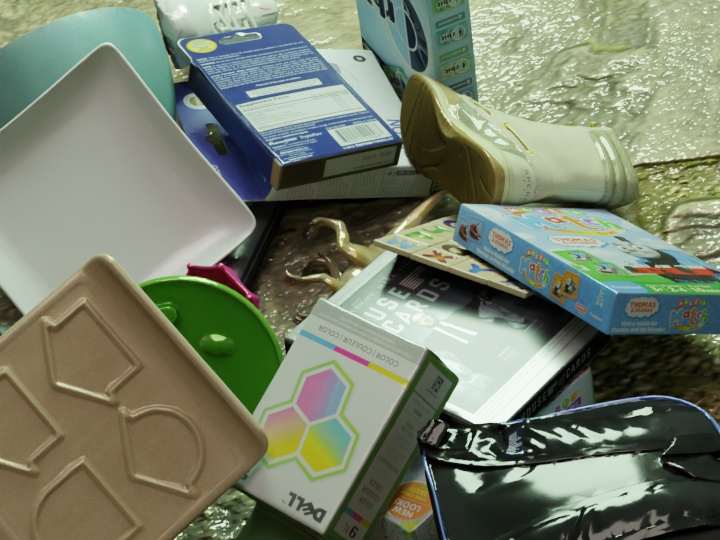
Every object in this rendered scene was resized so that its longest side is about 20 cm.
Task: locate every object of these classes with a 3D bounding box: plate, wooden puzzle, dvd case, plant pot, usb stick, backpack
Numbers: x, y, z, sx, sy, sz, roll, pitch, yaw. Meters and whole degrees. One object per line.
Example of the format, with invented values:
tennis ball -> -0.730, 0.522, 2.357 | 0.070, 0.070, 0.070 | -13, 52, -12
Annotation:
plate -> -0.220, -0.049, 1.524 | 0.199, 0.200, 0.032 | -41, 4, -8
wooden puzzle -> -0.192, 0.119, 1.285 | 0.200, 0.046, 0.185 | -42, 83, -5
dvd case -> 0.064, 0.051, 1.386 | 0.199, 0.025, 0.150 | 23, 47, 33
plant pot -> -0.240, -0.117, 1.623 | 0.199, 0.200, 0.135 | -25, 75, -15
usb stick -> -0.098, -0.038, 1.597 | 0.055, 0.033, 0.201 | 6, 44, 17
backpack -> 0.154, 0.179, 1.210 | 0.198, 0.148, 0.184 | -14, 40, 2

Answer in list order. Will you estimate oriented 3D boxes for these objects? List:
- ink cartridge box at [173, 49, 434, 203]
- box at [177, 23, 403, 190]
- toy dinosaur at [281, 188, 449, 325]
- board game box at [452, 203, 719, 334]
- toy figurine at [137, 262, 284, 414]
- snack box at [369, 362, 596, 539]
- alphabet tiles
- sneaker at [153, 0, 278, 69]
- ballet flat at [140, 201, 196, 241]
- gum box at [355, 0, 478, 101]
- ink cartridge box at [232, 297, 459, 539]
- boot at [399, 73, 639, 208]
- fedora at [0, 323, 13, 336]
ink cartridge box -> -0.055, -0.132, 1.644 | 0.198, 0.041, 0.200 | -4, 38, -20
box -> -0.066, -0.145, 1.596 | 0.120, 0.033, 0.200 | -13, 45, -29
toy dinosaur -> 0.000, 0.000, 1.531 | 0.100, 0.058, 0.201 | 23, 55, 13
board game box -> 0.186, -0.002, 1.410 | 0.150, 0.037, 0.200 | 1, 19, -33
toy figurine -> -0.148, 0.054, 1.415 | 0.198, 0.152, 0.184 | 6, 14, 1
snack box -> 0.059, 0.116, 1.374 | 0.200, 0.053, 0.142 | -38, 46, -27
alphabet tiles -> 0.133, -0.005, 1.457 | 0.199, 0.008, 0.167 | 19, 18, 24
sneaker -> -0.129, -0.236, 1.725 | 0.099, 0.079, 0.200 | -15, 6, 11
ballet flat -> -0.213, -0.013, 1.582 | 0.198, 0.076, 0.064 | -12, 72, 5
gum box -> 0.044, -0.239, 1.664 | 0.044, 0.201, 0.170 | -23, 43, -14
ink cartridge box -> -0.028, 0.131, 1.294 | 0.103, 0.059, 0.201 | 24, 79, 36
boot -> 0.130, -0.107, 1.570 | 0.153, 0.073, 0.200 | -1, 28, -25
fedora -> -0.282, 0.137, 1.373 | 0.199, 0.092, 0.202 | 20, 45, -22
